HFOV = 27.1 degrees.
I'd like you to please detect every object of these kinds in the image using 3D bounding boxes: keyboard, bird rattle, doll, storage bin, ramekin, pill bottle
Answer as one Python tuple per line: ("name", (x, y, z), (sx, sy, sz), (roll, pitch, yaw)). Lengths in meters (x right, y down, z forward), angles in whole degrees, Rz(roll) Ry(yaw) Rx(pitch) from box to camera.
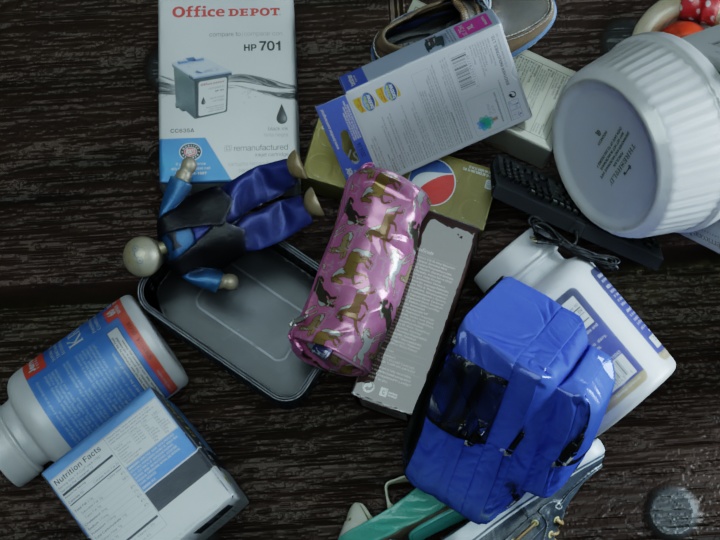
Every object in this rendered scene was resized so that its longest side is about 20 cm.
("keyboard", (0.221, -0.051, 1.518), (0.198, 0.021, 0.128), (22, 37, -14))
("bird rattle", (0.362, -0.249, 1.583), (0.162, 0.113, 0.202), (-24, 78, 11))
("doll", (-0.141, -0.049, 1.465), (0.199, 0.048, 0.137), (-25, 90, 1))
("storage bin", (-0.112, 0.035, 1.522), (0.199, 0.094, 0.136), (34, 81, 4))
("ramekin", (0.272, -0.125, 1.470), (0.094, 0.202, 0.204), (-20, 80, -28))
("pill bottle", (0.211, 0.057, 1.510), (0.119, 0.120, 0.200), (-38, 82, -7))
("pill bottle", (-0.281, 0.124, 1.492), (0.199, 0.112, 0.113), (-36, 82, -6))

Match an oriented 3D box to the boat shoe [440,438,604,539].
("boat shoe", (0.179, 0.257, 1.503), (0.199, 0.071, 0.091), (-35, 83, 0))

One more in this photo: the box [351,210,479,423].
("box", (0.057, 0.049, 1.518), (0.074, 0.100, 0.202), (17, 81, 6))

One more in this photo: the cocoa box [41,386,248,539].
("cocoa box", (-0.201, 0.209, 1.434), (0.133, 0.200, 0.132), (-38, 82, -7))

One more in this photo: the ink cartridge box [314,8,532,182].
("ink cartridge box", (0.060, -0.165, 1.481), (0.199, 0.120, 0.042), (-25, 39, 0))

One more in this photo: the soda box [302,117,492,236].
("soda box", (0.040, -0.093, 1.562), (0.198, 0.064, 0.068), (17, 79, 2))

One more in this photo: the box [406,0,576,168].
("box", (0.125, -0.195, 1.575), (0.199, 0.078, 0.096), (26, 80, 4))

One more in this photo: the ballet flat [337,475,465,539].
("ballet flat", (0.030, 0.253, 1.507), (0.199, 0.068, 0.071), (-30, 59, -7))

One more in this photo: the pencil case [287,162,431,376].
("pencil case", (0.000, 0.000, 1.445), (0.082, 0.086, 0.202), (10, 73, 38))

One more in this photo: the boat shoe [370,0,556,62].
("boat shoe", (0.108, -0.243, 1.506), (0.198, 0.072, 0.073), (-21, 79, -6))

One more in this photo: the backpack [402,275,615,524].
("backpack", (0.134, 0.142, 1.416), (0.167, 0.162, 0.201), (33, 120, 17))

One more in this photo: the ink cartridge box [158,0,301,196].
("ink cartridge box", (-0.138, -0.181, 1.565), (0.145, 0.086, 0.202), (-2, 81, -2))

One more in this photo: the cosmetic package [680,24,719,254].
("cosmetic package", (0.364, -0.130, 1.495), (0.084, 0.107, 0.202), (-21, 123, -31))
